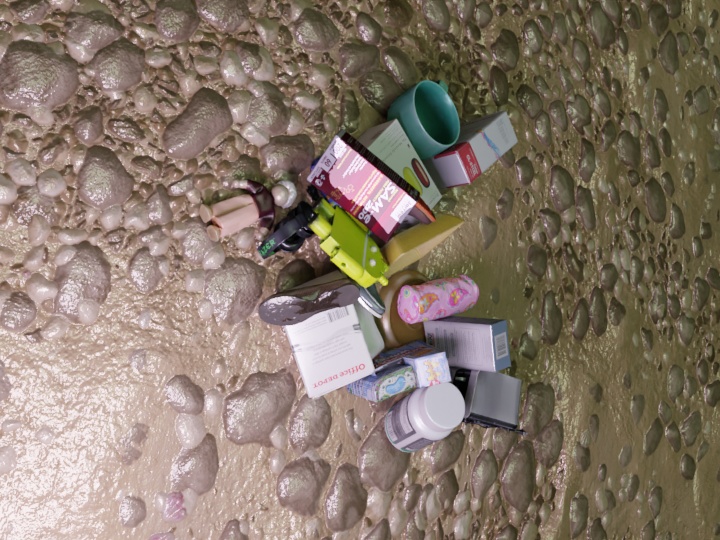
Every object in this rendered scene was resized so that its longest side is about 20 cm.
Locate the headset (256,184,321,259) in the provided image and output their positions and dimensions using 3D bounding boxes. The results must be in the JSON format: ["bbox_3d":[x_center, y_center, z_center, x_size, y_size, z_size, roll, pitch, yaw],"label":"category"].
[{"bbox_3d":[-0.130,-0.097,1.374,0.095,0.123,0.199,54,46,-1],"label":"headset"}]

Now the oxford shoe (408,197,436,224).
[{"bbox_3d":[0.064,-0.143,1.426,0.197,0.071,0.073,33,107,-9],"label":"oxford shoe"}]

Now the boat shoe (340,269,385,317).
[{"bbox_3d":[0.000,0.000,1.417,0.203,0.061,0.073,57,15,17],"label":"boat shoe"}]

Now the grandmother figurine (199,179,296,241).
[{"bbox_3d":[-0.205,-0.120,1.349,0.197,0.060,0.124,-29,112,-31],"label":"grandmother figurine"}]

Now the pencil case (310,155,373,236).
[{"bbox_3d":[-0.030,-0.154,1.461,0.204,0.085,0.078,63,34,-18],"label":"pencil case"}]

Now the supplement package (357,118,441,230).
[{"bbox_3d":[0.067,-0.201,1.518,0.114,0.108,0.202,-46,114,-27],"label":"supplement package"}]

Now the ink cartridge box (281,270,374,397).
[{"bbox_3d":[-0.072,0.125,1.392,0.142,0.084,0.205,-20,102,-8],"label":"ink cartridge box"}]

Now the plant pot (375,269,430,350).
[{"bbox_3d":[0.118,0.100,1.595,0.195,0.027,0.207,2,86,-35],"label":"plant pot"}]

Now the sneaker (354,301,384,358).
[{"bbox_3d":[-0.020,0.107,1.465,0.084,0.072,0.204,-40,112,-32],"label":"sneaker"}]

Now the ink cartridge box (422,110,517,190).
[{"bbox_3d":[0.249,-0.276,1.631,0.199,0.144,0.084,-40,109,-30],"label":"ink cartridge box"}]

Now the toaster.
[{"bbox_3d":[0.257,0.290,1.594,0.196,0.179,0.122,20,76,-32],"label":"toaster"}]

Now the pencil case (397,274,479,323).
[{"bbox_3d":[0.174,0.061,1.573,0.196,0.086,0.090,-11,95,-36],"label":"pencil case"}]

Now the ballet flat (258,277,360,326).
[{"bbox_3d":[-0.096,0.053,1.317,0.194,0.047,0.069,-16,120,-3],"label":"ballet flat"}]

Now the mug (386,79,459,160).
[{"bbox_3d":[0.140,-0.329,1.567,0.183,0.113,0.156,-26,92,-46],"label":"mug"}]

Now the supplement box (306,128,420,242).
[{"bbox_3d":[0.007,-0.162,1.353,0.198,0.110,0.061,37,24,-6],"label":"supplement box"}]

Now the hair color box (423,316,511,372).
[{"bbox_3d":[0.230,0.157,1.535,0.060,0.197,0.102,-11,97,-40],"label":"hair color box"}]

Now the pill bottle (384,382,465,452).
[{"bbox_3d":[0.135,0.307,1.479,0.110,0.200,0.116,9,63,-18],"label":"pill bottle"}]

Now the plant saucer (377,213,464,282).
[{"bbox_3d":[0.100,-0.049,1.499,0.197,0.200,0.049,-29,82,-34],"label":"plant saucer"}]

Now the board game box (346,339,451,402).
[{"bbox_3d":[0.090,0.204,1.445,0.195,0.199,0.064,-17,94,-24],"label":"board game box"}]

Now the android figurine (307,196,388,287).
[{"bbox_3d":[-0.017,-0.049,1.340,0.199,0.041,0.184,43,27,-19],"label":"android figurine"}]
